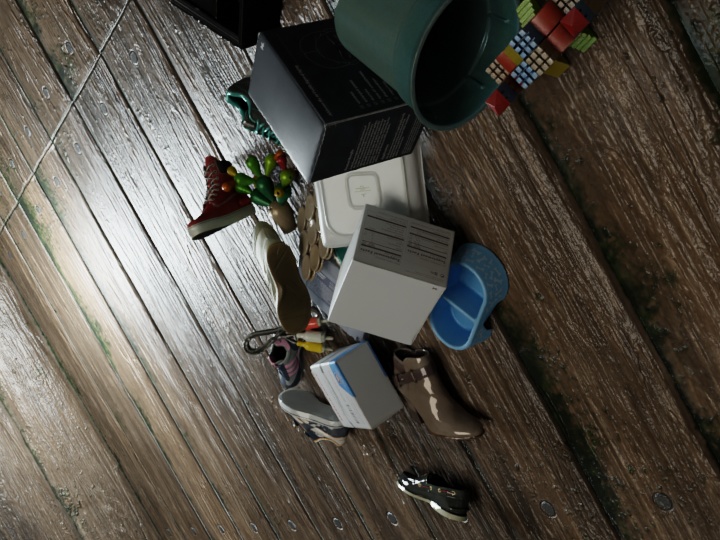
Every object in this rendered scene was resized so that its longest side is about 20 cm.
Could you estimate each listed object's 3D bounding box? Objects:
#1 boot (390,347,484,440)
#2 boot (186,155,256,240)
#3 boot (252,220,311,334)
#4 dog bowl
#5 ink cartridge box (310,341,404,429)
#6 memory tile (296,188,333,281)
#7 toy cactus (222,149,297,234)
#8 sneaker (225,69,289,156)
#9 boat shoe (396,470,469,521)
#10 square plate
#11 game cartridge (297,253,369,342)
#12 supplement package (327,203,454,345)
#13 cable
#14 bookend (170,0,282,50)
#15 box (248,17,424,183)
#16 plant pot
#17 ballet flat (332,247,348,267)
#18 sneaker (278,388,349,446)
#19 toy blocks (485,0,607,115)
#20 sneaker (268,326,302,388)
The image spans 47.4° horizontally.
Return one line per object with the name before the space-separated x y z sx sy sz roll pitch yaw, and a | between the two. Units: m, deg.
boot | 0.132 0.219 1.496 0.198 0.070 0.149 5 116 47
boot | -0.302 -0.150 1.639 0.072 0.200 0.146 -21 99 31
boot | -0.160 0.012 1.635 0.155 0.071 0.203 -133 26 -60
dog bowl | 0.171 0.049 1.347 0.111 0.049 0.202 39 138 25
ink cartridge box | -0.011 0.226 1.610 0.146 0.083 0.200 60 161 -1
memory tile | -0.075 -0.081 1.505 0.200 0.016 0.156 133 134 -56
toy cactus | -0.178 -0.145 1.596 0.198 0.102 0.167 -13 115 43
sneaker | -0.173 -0.268 1.491 0.201 0.091 0.078 51 143 10
boat shoe | 0.146 0.436 1.639 0.200 0.073 0.064 10 87 57
square plate | 0.010 -0.134 1.341 0.196 0.028 0.202 -2 108 21
game cartridge | -0.045 0.035 1.601 0.200 0.041 0.134 42 144 22
supplement package | 0.046 0.012 1.341 0.153 0.112 0.201 16 146 -5
cable | -0.154 0.130 1.706 0.196 0.050 0.099 -6 106 3
bookend | -0.225 -0.514 1.380 0.198 0.092 0.202 38 138 26
box | -0.032 -0.260 1.214 0.201 0.194 0.125 56 146 24
plant pot | 0.078 -0.323 1.094 0.196 0.198 0.203 41 141 34
ballet flat | 0.000 0.000 1.495 0.202 0.071 0.072 59 144 11
sneaker | -0.108 0.335 1.845 0.198 0.078 0.081 19 123 39
toy blocks | 0.215 -0.273 0.981 0.100 0.137 0.200 43 136 -3
sneaker | -0.174 0.197 1.823 0.070 0.082 0.202 34 137 29
